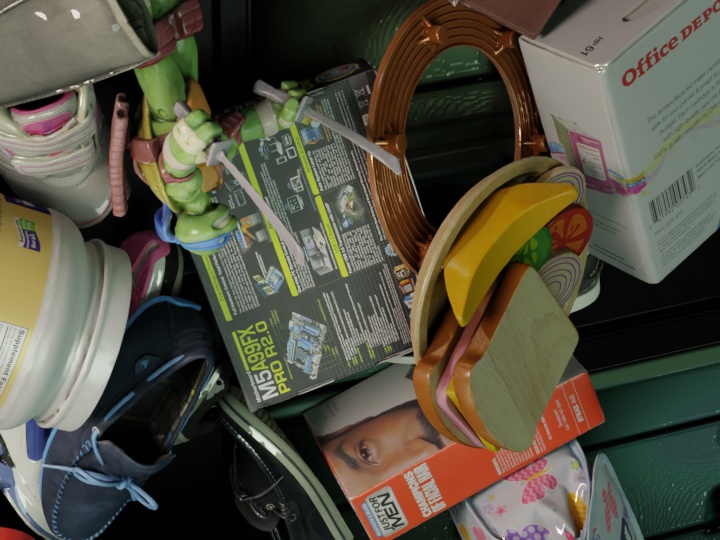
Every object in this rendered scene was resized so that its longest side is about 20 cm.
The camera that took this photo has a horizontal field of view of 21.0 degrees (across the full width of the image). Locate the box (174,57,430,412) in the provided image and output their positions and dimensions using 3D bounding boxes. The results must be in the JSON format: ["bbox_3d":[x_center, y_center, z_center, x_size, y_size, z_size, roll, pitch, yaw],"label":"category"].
[{"bbox_3d":[-0.036,-0.024,1.320,0.160,0.044,0.201,-21,109,-3],"label":"box"}]

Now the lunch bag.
[{"bbox_3d":[0.149,0.203,1.514,0.127,0.200,0.170,-29,129,-3],"label":"lunch bag"}]

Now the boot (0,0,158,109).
[{"bbox_3d":[-0.237,-0.161,1.099,0.199,0.073,0.182,-22,113,24],"label":"boot"}]

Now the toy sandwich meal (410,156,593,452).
[{"bbox_3d":[0.108,0.022,1.311,0.205,0.070,0.206,-28,130,-39],"label":"toy sandwich meal"}]

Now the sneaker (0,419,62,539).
[{"bbox_3d":[-0.211,0.103,1.353,0.115,0.081,0.200,-32,129,2],"label":"sneaker"}]

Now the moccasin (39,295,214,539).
[{"bbox_3d":[-0.160,0.110,1.294,0.080,0.068,0.200,6,122,-34],"label":"moccasin"}]

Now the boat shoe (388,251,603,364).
[{"bbox_3d":[0.092,0.013,1.437,0.199,0.074,0.061,-16,128,-18],"label":"boat shoe"}]

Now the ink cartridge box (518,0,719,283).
[{"bbox_3d":[0.208,-0.116,1.369,0.144,0.085,0.200,-39,134,-21],"label":"ink cartridge box"}]

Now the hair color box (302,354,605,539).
[{"bbox_3d":[0.070,0.111,1.471,0.200,0.111,0.064,-29,129,-4],"label":"hair color box"}]

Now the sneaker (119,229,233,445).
[{"bbox_3d":[-0.131,0.050,1.361,0.087,0.074,0.200,-8,130,-20],"label":"sneaker"}]

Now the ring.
[{"bbox_3d":[0.074,-0.087,1.317,0.200,0.019,0.201,-8,100,-50],"label":"ring"}]

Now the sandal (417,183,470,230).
[{"bbox_3d":[0.000,0.000,1.382,0.199,0.075,0.045,-25,174,-4],"label":"sandal"}]

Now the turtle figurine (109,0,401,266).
[{"bbox_3d":[-0.079,-0.111,1.191,0.144,0.200,0.195,-31,108,-36],"label":"turtle figurine"}]

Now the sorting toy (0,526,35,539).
[{"bbox_3d":[-0.246,0.248,1.397,0.200,0.070,0.199,20,145,-34],"label":"sorting toy"}]

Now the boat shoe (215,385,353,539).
[{"bbox_3d":[-0.067,0.163,1.469,0.062,0.075,0.200,-35,136,-7],"label":"boat shoe"}]

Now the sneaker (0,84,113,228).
[{"bbox_3d":[-0.203,-0.097,1.212,0.081,0.088,0.200,-26,130,-6],"label":"sneaker"}]

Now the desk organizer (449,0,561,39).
[{"bbox_3d":[0.127,-0.258,1.265,0.077,0.072,0.200,20,113,-37],"label":"desk organizer"}]

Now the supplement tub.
[{"bbox_3d":[-0.258,0.017,1.212,0.199,0.146,0.146,18,114,-23],"label":"supplement tub"}]
